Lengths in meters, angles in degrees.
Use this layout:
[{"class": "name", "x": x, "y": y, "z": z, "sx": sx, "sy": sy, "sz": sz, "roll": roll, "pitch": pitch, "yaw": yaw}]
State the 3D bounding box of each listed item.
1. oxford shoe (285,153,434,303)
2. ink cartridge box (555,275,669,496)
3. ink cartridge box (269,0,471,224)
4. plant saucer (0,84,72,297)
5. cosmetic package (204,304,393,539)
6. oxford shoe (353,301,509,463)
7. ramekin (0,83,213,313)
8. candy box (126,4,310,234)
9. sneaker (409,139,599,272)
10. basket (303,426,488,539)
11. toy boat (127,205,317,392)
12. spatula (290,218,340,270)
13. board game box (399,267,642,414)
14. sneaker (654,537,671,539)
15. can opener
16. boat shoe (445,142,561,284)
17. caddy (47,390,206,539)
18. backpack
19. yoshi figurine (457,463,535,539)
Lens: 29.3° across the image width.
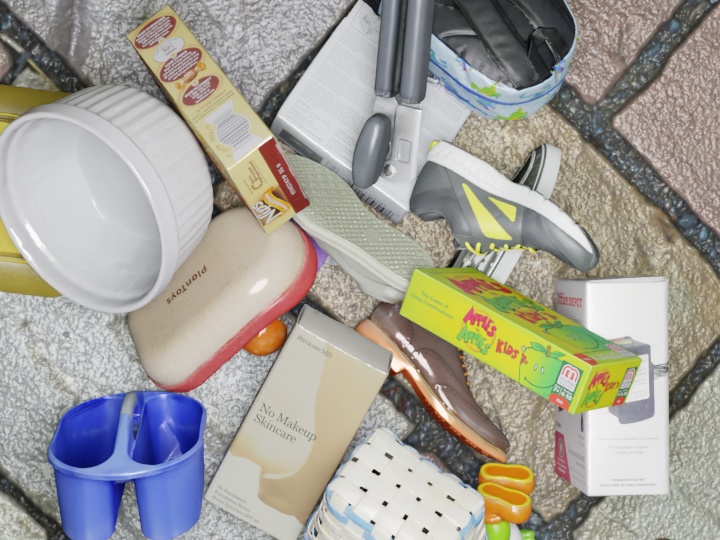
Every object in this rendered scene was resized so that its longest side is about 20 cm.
[{"class": "oxford shoe", "x": -0.017, "y": -0.036, "z": 1.324, "sx": 0.199, "sy": 0.058, "sz": 0.075, "roll": 39, "pitch": 52, "yaw": 8}, {"class": "ink cartridge box", "x": 0.242, "y": 0.107, "z": 1.337, "sx": 0.083, "sy": 0.145, "sz": 0.203, "roll": 0, "pitch": 90, "yaw": -4}, {"class": "ink cartridge box", "x": 0.027, "y": -0.174, "z": 1.375, "sx": 0.162, "sy": 0.057, "sz": 0.201, "roll": 35, "pitch": 67, "yaw": -5}, {"class": "plant saucer", "x": -0.374, "y": -0.084, "z": 1.324, "sx": 0.197, "sy": 0.048, "sz": 0.203, "roll": 7, "pitch": 90, "yaw": -5}, {"class": "cosmetic package", "x": -0.059, "y": 0.148, "z": 1.317, "sx": 0.104, "sy": 0.071, "sz": 0.202, "roll": 27, "pitch": 105, "yaw": -2}, {"class": "oxford shoe", "x": 0.086, "y": 0.106, "z": 1.361, "sx": 0.073, "sy": 0.071, "sz": 0.200, "roll": -45, "pitch": 94, "yaw": -9}, {"class": "ramekin", "x": -0.227, "y": -0.073, "z": 1.254, "sx": 0.201, "sy": 0.200, "sz": 0.105, "roll": 49, "pitch": 44, "yaw": -4}, {"class": "candy box", "x": -0.131, "y": -0.140, "z": 1.268, "sx": 0.055, "sy": 0.116, "sz": 0.201, "roll": -35, "pitch": 58, "yaw": -5}, {"class": "sneaker", "x": 0.134, "y": -0.043, "z": 1.304, "sx": 0.199, "sy": 0.074, "sz": 0.085, "roll": 33, "pitch": 94, "yaw": 22}, {"class": "basket", "x": 0.036, "y": 0.256, "z": 1.281, "sx": 0.175, "sy": 0.201, "sz": 0.139, "roll": 33, "pitch": 51, "yaw": 16}, {"class": "toy boat", "x": -0.118, "y": 0.038, "z": 1.323, "sx": 0.200, "sy": 0.131, "sz": 0.130, "roll": -41, "pitch": 135, "yaw": 12}, {"class": "spatula", "x": 0.000, "y": 0.000, "z": 1.356, "sx": 0.198, "sy": 0.021, "sz": 0.057, "roll": 26, "pitch": 67, "yaw": 10}, {"class": "board game box", "x": 0.144, "y": 0.059, "z": 1.249, "sx": 0.199, "sy": 0.101, "sz": 0.048, "roll": 30, "pitch": 108, "yaw": 33}, {"class": "sneaker", "x": 0.277, "y": 0.366, "z": 1.370, "sx": 0.067, "sy": 0.090, "sz": 0.202, "roll": 33, "pitch": 87, "yaw": -4}, {"class": "can opener", "x": 0.034, "y": -0.172, "z": 1.275, "sx": 0.052, "sy": 0.066, "sz": 0.203, "roll": 16, "pitch": 112, "yaw": 22}, {"class": "boat shoe", "x": 0.133, "y": -0.043, "z": 1.364, "sx": 0.063, "sy": 0.071, "sz": 0.202, "roll": 28, "pitch": 89, "yaw": -6}, {"class": "caddy", "x": -0.212, "y": 0.168, "z": 1.272, "sx": 0.139, "sy": 0.200, "sz": 0.107, "roll": -2, "pitch": 105, "yaw": -4}, {"class": "backpack", "x": 0.118, "y": -0.241, "z": 1.325, "sx": 0.199, "sy": 0.154, "sz": 0.163, "roll": 39, "pitch": 68, "yaw": 22}, {"class": "yoshi figurine", "x": 0.145, "y": 0.300, "z": 1.346, "sx": 0.111, "sy": 0.112, "sz": 0.203, "roll": -4, "pitch": 111, "yaw": -31}]
